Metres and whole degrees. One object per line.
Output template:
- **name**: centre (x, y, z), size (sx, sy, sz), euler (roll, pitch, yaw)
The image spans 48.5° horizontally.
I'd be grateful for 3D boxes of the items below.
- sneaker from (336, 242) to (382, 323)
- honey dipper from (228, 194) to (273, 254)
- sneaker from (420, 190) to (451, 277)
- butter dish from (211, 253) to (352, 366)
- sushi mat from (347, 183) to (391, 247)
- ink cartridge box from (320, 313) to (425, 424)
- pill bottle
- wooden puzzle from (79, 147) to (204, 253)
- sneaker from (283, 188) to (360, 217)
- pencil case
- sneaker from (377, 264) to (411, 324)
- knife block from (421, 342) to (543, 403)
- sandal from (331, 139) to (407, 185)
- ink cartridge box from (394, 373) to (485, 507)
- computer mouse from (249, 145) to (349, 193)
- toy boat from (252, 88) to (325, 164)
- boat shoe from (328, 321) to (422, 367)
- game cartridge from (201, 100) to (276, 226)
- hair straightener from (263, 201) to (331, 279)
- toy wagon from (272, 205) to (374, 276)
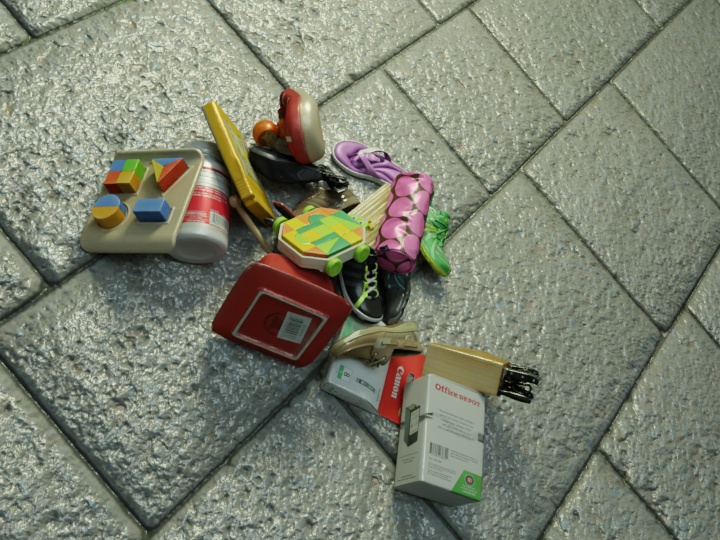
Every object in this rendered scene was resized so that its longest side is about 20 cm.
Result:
- **sneaker**: centre (0.000, 0.000, 1.490), size (0.071, 0.082, 0.202), euler (-15, 78, -51)
- **honey dipper**: centre (-0.180, -0.052, 1.450), size (0.201, 0.038, 0.038), euler (57, 49, -26)
- **sneaker**: centre (0.152, -0.085, 1.664), size (0.074, 0.083, 0.203), euler (33, 37, -70)
- **butter dish**: centre (-0.133, 0.045, 1.402), size (0.197, 0.201, 0.149), euler (24, 40, -17)
- **sushi mat**: centre (0.016, -0.085, 1.592), size (0.200, 0.012, 0.096), euler (-41, 101, -29)
- **ink cartridge box**: centre (0.036, 0.183, 1.502), size (0.198, 0.050, 0.163), euler (26, 57, -14)
- **pill bottle**: centre (-0.288, -0.125, 1.429), size (0.111, 0.112, 0.203), euler (11, 62, -24)
- **wooden puzzle**: centre (-0.375, -0.127, 1.358), size (0.182, 0.046, 0.203), euler (1, 61, 18)
- **sneaker**: centre (-0.093, -0.118, 1.575), size (0.198, 0.071, 0.076), euler (-21, 59, -38)
- **pencil case**: centre (0.082, -0.098, 1.568), size (0.092, 0.091, 0.202), euler (5, 58, 20)
- **sneaker**: centre (0.062, 0.018, 1.592), size (0.078, 0.076, 0.202), euler (16, 53, -6)
- **knife block**: centre (0.240, 0.198, 1.525), size (0.197, 0.175, 0.065), euler (12, 93, -26)
- **sandal**: centre (0.035, -0.228, 1.697), size (0.200, 0.050, 0.083), euler (23, 58, -18)
- **ink cartridge box**: centre (0.149, 0.312, 1.470), size (0.145, 0.084, 0.203), euler (25, 56, -26)
- **computer mouse**: centre (-0.129, -0.189, 1.559), size (0.198, 0.138, 0.053), euler (14, 105, -28)
- **toy boat**: centre (-0.145, -0.273, 1.547), size (0.129, 0.200, 0.132), euler (-15, 112, -10)
- **boat shoe**: centre (0.034, 0.139, 1.451), size (0.198, 0.071, 0.065), euler (-8, 71, -35)
- **game cartridge**: centre (-0.219, -0.192, 1.473), size (0.032, 0.176, 0.202), euler (-26, 79, 2)
- **hair straightener**: centre (-0.113, -0.039, 1.496), size (0.200, 0.041, 0.078), euler (46, 68, -38)
- **toy wagon**: centre (-0.053, -0.065, 1.415), size (0.199, 0.040, 0.155), euler (-27, 51, -38)
